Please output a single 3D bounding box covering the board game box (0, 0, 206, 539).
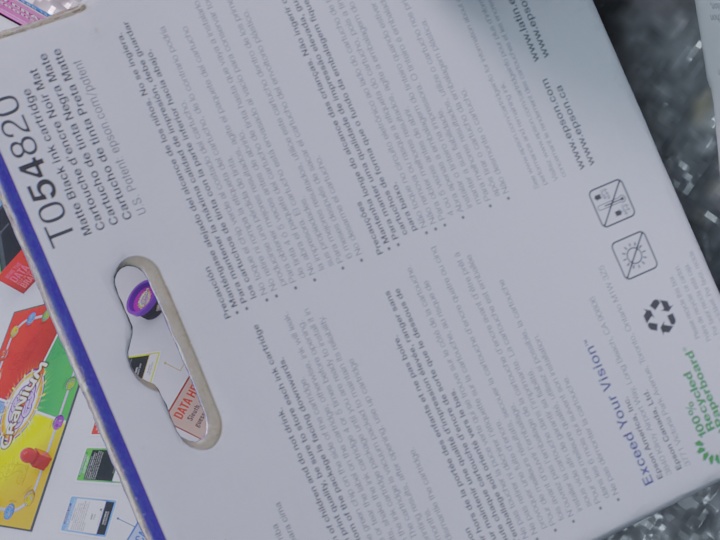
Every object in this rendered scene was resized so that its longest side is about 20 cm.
[{"bbox_3d":[-0.090,0.012,0.839,0.200,0.040,0.153,29,99,-19],"label":"board game box"}]

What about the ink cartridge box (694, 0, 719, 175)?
[{"bbox_3d":[0.164,-0.055,0.760,0.045,0.200,0.176,-13,100,-26],"label":"ink cartridge box"}]

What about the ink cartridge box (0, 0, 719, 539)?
[{"bbox_3d":[0.000,0.000,0.801,0.200,0.041,0.200,-22,89,-27],"label":"ink cartridge box"}]
